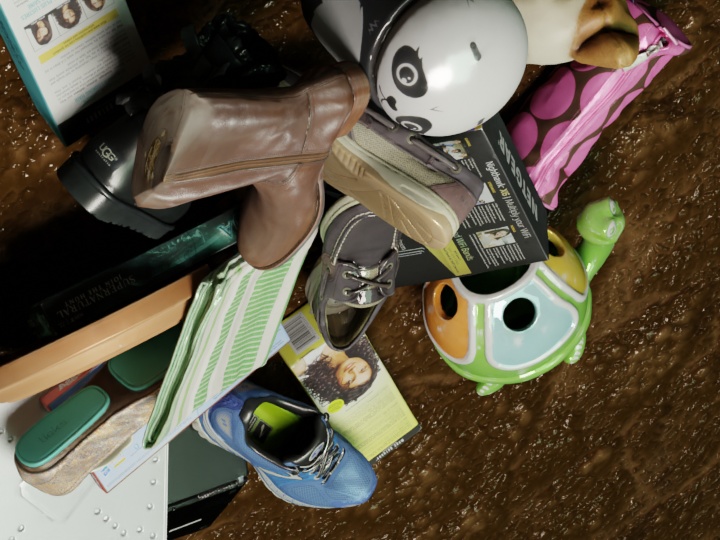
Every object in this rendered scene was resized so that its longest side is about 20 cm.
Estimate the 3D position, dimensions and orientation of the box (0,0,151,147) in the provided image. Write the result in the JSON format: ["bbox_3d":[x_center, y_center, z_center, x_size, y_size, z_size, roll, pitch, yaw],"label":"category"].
[{"bbox_3d":[-0.206,-0.181,1.416,0.082,0.049,0.201,-33,142,-12],"label":"box"}]

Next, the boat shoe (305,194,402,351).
[{"bbox_3d":[0.000,0.000,1.672,0.071,0.065,0.200,-7,154,-18],"label":"boat shoe"}]

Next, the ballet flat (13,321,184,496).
[{"bbox_3d":[-0.183,0.104,1.642,0.199,0.068,0.067,-37,136,-9],"label":"ballet flat"}]

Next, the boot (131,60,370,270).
[{"bbox_3d":[-0.095,-0.058,1.417,0.199,0.064,0.187,-22,144,-52],"label":"boot"}]

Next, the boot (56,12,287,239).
[{"bbox_3d":[-0.121,-0.104,1.486,0.162,0.073,0.198,-43,171,8],"label":"boot"}]

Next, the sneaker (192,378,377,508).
[{"bbox_3d":[-0.054,0.156,1.785,0.200,0.089,0.079,33,79,-38],"label":"sneaker"}]

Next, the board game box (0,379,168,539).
[{"bbox_3d":[-0.248,0.166,1.691,0.199,0.026,0.202,-9,111,-34],"label":"board game box"}]

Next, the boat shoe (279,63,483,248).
[{"bbox_3d":[0.006,-0.095,1.562,0.065,0.200,0.072,-43,155,-21],"label":"boat shoe"}]

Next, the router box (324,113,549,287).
[{"bbox_3d":[0.052,-0.065,1.688,0.156,0.053,0.200,-9,146,16],"label":"router box"}]

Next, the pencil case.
[{"bbox_3d":[0.188,-0.140,1.758,0.090,0.094,0.200,31,105,-27],"label":"pencil case"}]

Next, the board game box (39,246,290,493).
[{"bbox_3d":[-0.156,0.079,1.695,0.200,0.019,0.103,-39,125,-16],"label":"board game box"}]

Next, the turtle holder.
[{"bbox_3d":[0.143,0.017,1.817,0.184,0.142,0.132,-7,152,9],"label":"turtle holder"}]

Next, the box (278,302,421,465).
[{"bbox_3d":[-0.012,0.101,1.864,0.075,0.050,0.200,-36,143,-4],"label":"box"}]

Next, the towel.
[{"bbox_3d":[-0.096,0.042,1.609,0.153,0.023,0.200,-67,168,23],"label":"towel"}]

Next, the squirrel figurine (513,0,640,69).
[{"bbox_3d":[0.146,-0.262,1.585,0.200,0.140,0.188,-50,135,-58],"label":"squirrel figurine"}]

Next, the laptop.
[{"bbox_3d":[-0.198,0.174,1.813,0.176,0.104,0.200,-17,163,-26],"label":"laptop"}]

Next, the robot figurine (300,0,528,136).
[{"bbox_3d":[0.033,-0.182,1.495,0.150,0.200,0.125,12,120,-47],"label":"robot figurine"}]

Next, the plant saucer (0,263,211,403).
[{"bbox_3d":[-0.198,0.051,1.562,0.199,0.033,0.200,-26,-176,2],"label":"plant saucer"}]

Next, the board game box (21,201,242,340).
[{"bbox_3d":[-0.157,-0.004,1.585,0.199,0.028,0.135,-27,-176,-15],"label":"board game box"}]
